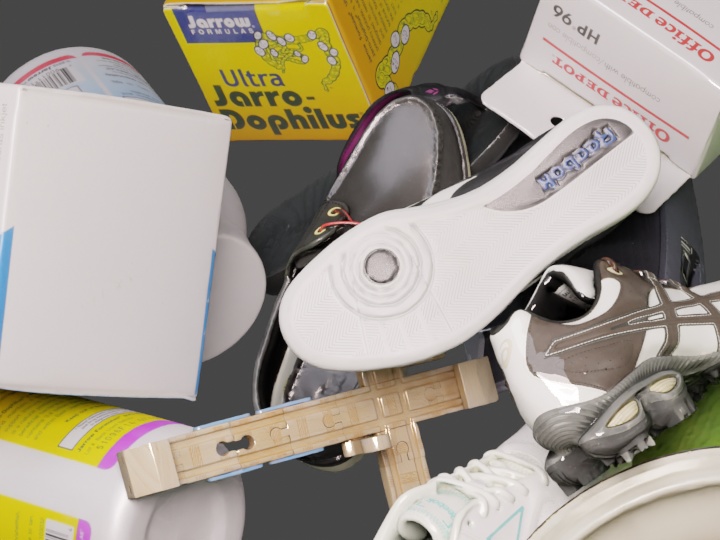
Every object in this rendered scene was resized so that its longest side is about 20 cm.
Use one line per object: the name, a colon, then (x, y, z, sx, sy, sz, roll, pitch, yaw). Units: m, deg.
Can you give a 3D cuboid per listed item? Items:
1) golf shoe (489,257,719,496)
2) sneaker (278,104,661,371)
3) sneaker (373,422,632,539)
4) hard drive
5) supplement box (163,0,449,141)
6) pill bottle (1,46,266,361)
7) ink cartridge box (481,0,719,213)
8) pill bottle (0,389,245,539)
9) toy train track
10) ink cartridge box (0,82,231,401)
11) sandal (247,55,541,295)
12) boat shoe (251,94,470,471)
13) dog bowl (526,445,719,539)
golf shoe: (0.133, 0.025, 1.283, 0.078, 0.095, 0.200, -41, -7, 35)
sneaker: (0.055, -0.005, 1.336, 0.200, 0.112, 0.073, -29, 83, -3)
sneaker: (0.059, 0.122, 1.277, 0.070, 0.080, 0.200, 16, 54, 40)
hard drive: (0.107, -0.030, 1.439, 0.135, 0.042, 0.200, -15, 42, 12)
supplement box: (-0.017, -0.182, 1.611, 0.109, 0.110, 0.200, 1, 46, 28)
pill bottle: (-0.129, -0.034, 1.512, 0.109, 0.109, 0.200, -32, 41, -7)
ink cartridge box: (0.167, -0.128, 1.429, 0.116, 0.068, 0.200, 35, 50, 16)
pill bottle: (-0.163, 0.111, 1.379, 0.200, 0.104, 0.104, 13, 53, 35)
toy train track: (-0.019, 0.073, 1.316, 0.200, 0.115, 0.033, -14, -3, -26)
ink cartridge box: (-0.191, -0.021, 1.384, 0.200, 0.145, 0.147, 7, 92, 42)
sandal: (0.009, -0.054, 1.463, 0.200, 0.048, 0.075, -34, 34, 22)
boat shoe: (0.003, 0.001, 1.388, 0.074, 0.063, 0.202, 15, 77, 22)
dog bowl: (0.153, 0.174, 1.180, 0.200, 0.074, 0.200, -14, 43, 13)
